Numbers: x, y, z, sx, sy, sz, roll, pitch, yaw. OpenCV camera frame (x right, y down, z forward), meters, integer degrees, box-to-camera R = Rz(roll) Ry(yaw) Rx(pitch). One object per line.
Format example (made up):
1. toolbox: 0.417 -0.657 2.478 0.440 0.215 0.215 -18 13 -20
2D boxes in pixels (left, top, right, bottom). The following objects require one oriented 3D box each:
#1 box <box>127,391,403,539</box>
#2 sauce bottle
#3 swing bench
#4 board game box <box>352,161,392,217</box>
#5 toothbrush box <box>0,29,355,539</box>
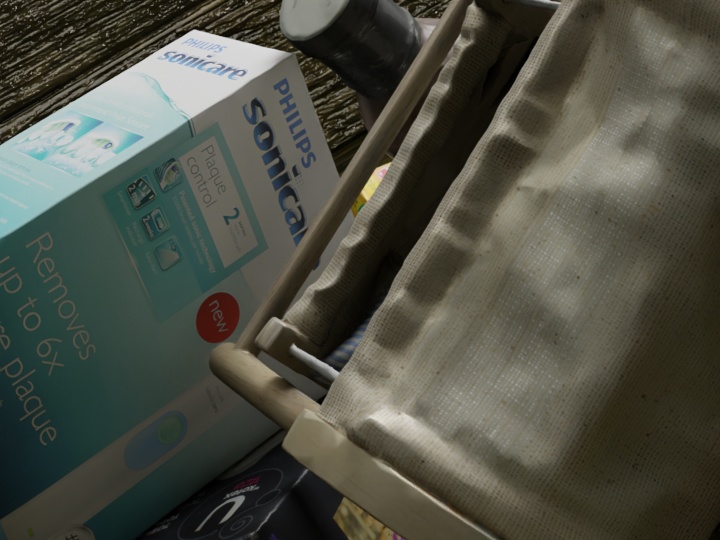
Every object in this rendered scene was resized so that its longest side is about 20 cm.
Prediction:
1. box: -0.021 0.119 0.705 0.121 0.107 0.200 -24 12 32
2. sauce bottle: 0.043 -0.065 0.696 0.064 0.199 0.065 -24 49 31
3. swing bench: 0.063 -0.004 0.549 0.200 0.129 0.200 -58 14 -3
4. board game box: 0.007 -0.011 1.024 0.095 0.030 0.201 -25 -22 -38
5. toothbrush box: -0.099 0.015 0.667 0.199 0.148 0.085 -35 32 -26
